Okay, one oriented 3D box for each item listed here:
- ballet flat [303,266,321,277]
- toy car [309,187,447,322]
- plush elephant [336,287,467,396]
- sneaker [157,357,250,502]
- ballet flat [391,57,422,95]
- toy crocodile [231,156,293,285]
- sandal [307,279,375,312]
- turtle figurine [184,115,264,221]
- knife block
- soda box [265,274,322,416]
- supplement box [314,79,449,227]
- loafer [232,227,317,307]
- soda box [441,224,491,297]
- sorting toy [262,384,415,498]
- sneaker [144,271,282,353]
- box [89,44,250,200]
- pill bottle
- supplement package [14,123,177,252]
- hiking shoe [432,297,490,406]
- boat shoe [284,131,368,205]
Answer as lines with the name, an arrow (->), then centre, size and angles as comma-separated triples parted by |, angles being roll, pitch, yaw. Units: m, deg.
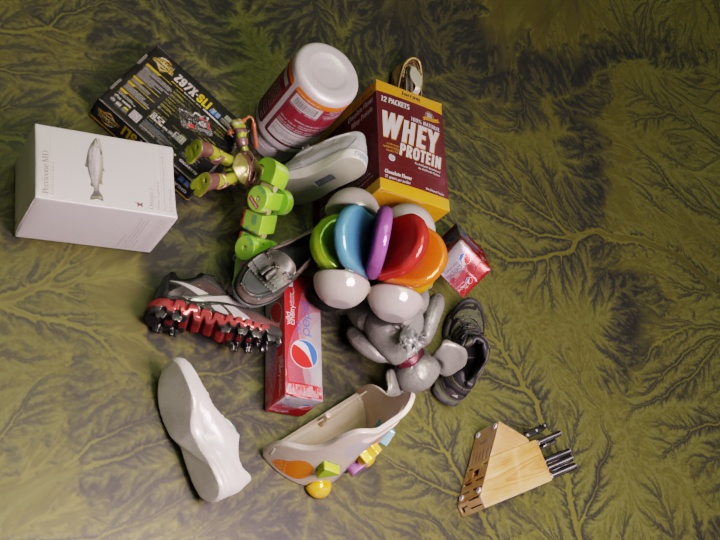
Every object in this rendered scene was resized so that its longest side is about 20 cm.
ballet flat -> -0.007, -0.006, 1.720 | 0.199, 0.071, 0.071 | -15, 75, -35
toy car -> 0.030, -0.032, 1.546 | 0.198, 0.150, 0.177 | 15, 70, -13
plush elephant -> 0.071, 0.117, 1.663 | 0.163, 0.156, 0.200 | -21, 32, -4
sneaker -> -0.210, 0.212, 1.480 | 0.088, 0.075, 0.202 | -12, 79, -50
ballet flat -> 0.084, -0.298, 1.938 | 0.068, 0.063, 0.202 | 14, 59, -27
toy crocodile -> -0.152, -0.068, 1.611 | 0.067, 0.061, 0.202 | 2, 106, -55
sandal -> 0.000, 0.001, 1.641 | 0.075, 0.048, 0.200 | 38, 43, 15
turtle figurine -> -0.186, -0.141, 1.631 | 0.161, 0.064, 0.202 | -2, 88, -53
knife block -> 0.258, 0.329, 1.722 | 0.175, 0.064, 0.201 | 32, 52, -15
soda box -> -0.100, 0.108, 1.596 | 0.063, 0.070, 0.202 | 14, 58, -28
supplement box -> 0.030, -0.156, 1.737 | 0.132, 0.197, 0.202 | 15, 58, -29
loafer -> -0.110, -0.015, 1.569 | 0.072, 0.063, 0.200 | 47, 41, 5
soda box -> 0.162, -0.019, 1.763 | 0.070, 0.063, 0.200 | 45, 9, -5
sorting toy -> -0.005, 0.229, 1.524 | 0.199, 0.180, 0.107 | -27, 82, -39
sneaker -> -0.203, 0.055, 1.543 | 0.199, 0.071, 0.099 | 15, 55, -12
box -> -0.290, -0.228, 1.663 | 0.200, 0.049, 0.160 | 41, 48, -9
pill bottle -> -0.096, -0.259, 1.708 | 0.112, 0.200, 0.114 | 15, 58, -26
supplement package -> -0.369, -0.111, 1.502 | 0.198, 0.117, 0.118 | 7, 63, -30
hiking shoe -> 0.182, 0.122, 1.757 | 0.075, 0.101, 0.201 | 28, 53, -19
boat shoe -> -0.069, -0.161, 1.684 | 0.070, 0.200, 0.072 | 40, 45, -39
